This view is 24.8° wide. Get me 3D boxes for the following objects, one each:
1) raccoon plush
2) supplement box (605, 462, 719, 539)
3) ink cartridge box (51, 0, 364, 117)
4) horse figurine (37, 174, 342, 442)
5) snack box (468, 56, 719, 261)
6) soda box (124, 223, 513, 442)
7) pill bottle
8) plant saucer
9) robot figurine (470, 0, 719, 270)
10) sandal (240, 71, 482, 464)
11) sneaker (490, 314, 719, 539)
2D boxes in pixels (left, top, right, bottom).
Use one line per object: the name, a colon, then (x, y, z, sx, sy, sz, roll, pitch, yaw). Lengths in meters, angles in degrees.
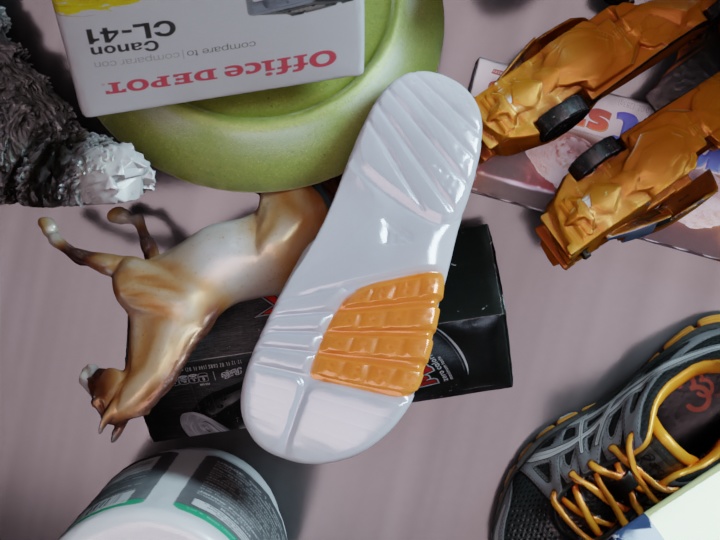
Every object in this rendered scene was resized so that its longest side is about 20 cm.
raccoon plush: (-0.176, -0.104, 0.846, 0.199, 0.097, 0.135, 0, 101, 33)
supplement box: (0.230, 0.180, 0.793, 0.199, 0.134, 0.200, -28, 73, -22)
ink cartridge box: (-0.074, -0.169, 0.732, 0.147, 0.200, 0.086, -9, 56, -4)
horse figurine: (-0.074, -0.013, 0.850, 0.199, 0.050, 0.133, -28, 49, -13)
snack box: (0.150, -0.055, 0.892, 0.199, 0.024, 0.072, 15, 92, 1)
soda box: (-0.022, 0.034, 0.875, 0.199, 0.071, 0.063, -9, 137, 4)
pill bottle: (-0.095, 0.154, 0.832, 0.113, 0.200, 0.114, 0, 95, 3)
plant saucer: (-0.055, -0.138, 0.851, 0.199, 0.031, 0.201, 0, 71, -1)
robot figurine: (0.157, -0.096, 0.851, 0.200, 0.058, 0.145, -33, 79, -11)
sandal: (0.008, 0.003, 0.811, 0.079, 0.059, 0.207, 24, 75, 1)
sneaker: (0.145, 0.102, 0.881, 0.078, 0.077, 0.200, 42, 96, -3)
